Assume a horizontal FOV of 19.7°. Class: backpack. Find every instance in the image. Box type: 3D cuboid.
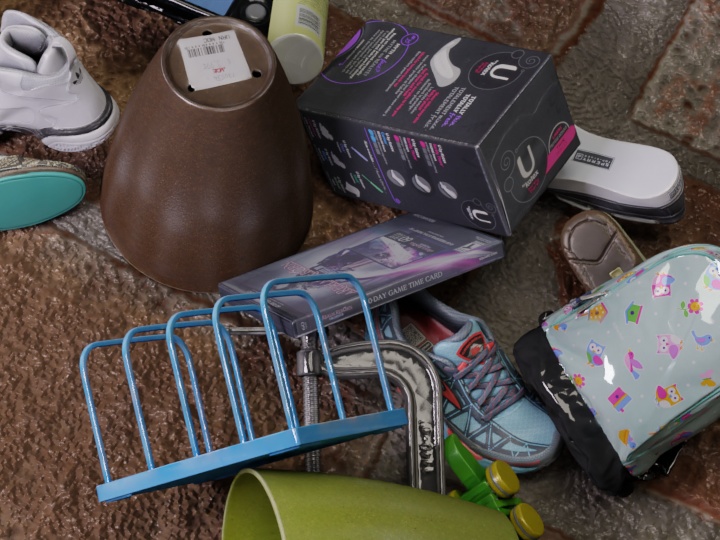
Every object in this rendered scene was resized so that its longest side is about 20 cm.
[{"bbox_3d":[0.238,0.068,1.646,0.199,0.127,0.168,-34,83,11],"label":"backpack"}]

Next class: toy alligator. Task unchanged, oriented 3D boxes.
[{"bbox_3d":[0.124,0.217,1.640,0.054,0.059,0.201,4,52,-57],"label":"toy alligator"}]

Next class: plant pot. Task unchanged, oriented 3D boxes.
[{"bbox_3d":[-0.123,-0.113,1.715,0.185,0.201,0.188,3,58,-5],"label":"plant pot"},{"bbox_3d":[0.016,0.235,1.550,0.198,0.188,0.188,-2,59,-19],"label":"plant pot"}]

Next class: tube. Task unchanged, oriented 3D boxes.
[{"bbox_3d":[-0.052,-0.236,1.840,0.051,0.058,0.201,10,37,-5],"label":"tube"}]

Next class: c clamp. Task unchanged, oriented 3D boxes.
[{"bbox_3d":[-0.015,0.133,1.654,0.169,0.027,0.202,-7,78,-1],"label":"c clamp"}]

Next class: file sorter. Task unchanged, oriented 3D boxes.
[{"bbox_3d":[-0.094,0.087,1.561,0.138,0.199,0.124,-4,77,-54],"label":"file sorter"}]

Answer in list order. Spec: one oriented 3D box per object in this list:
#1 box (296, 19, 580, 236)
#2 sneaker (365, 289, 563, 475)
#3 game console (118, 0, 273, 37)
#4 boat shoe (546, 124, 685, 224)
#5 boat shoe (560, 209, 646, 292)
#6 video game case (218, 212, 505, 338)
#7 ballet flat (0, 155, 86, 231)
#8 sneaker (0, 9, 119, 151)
[{"bbox_3d":[0.065,-0.123,1.755,0.199,0.106,0.122,16,54,38],"label":"box"},{"bbox_3d":[0.083,0.086,1.684,0.200,0.096,0.079,38,62,15],"label":"sneaker"},{"bbox_3d":[-0.165,-0.281,1.860,0.199,0.117,0.177,23,59,6],"label":"game console"},{"bbox_3d":[0.194,-0.087,1.821,0.199,0.068,0.072,16,64,28],"label":"boat shoe"},{"bbox_3d":[0.239,0.038,1.749,0.071,0.076,0.201,-27,84,12],"label":"boat shoe"},{"bbox_3d":[0.000,0.000,1.709,0.199,0.019,0.143,-20,21,-24],"label":"video game case"},{"bbox_3d":[-0.331,-0.057,1.739,0.199,0.068,0.075,-26,50,-19],"label":"ballet flat"},{"bbox_3d":[-0.307,-0.162,1.748,0.198,0.115,0.076,6,55,21],"label":"sneaker"}]
